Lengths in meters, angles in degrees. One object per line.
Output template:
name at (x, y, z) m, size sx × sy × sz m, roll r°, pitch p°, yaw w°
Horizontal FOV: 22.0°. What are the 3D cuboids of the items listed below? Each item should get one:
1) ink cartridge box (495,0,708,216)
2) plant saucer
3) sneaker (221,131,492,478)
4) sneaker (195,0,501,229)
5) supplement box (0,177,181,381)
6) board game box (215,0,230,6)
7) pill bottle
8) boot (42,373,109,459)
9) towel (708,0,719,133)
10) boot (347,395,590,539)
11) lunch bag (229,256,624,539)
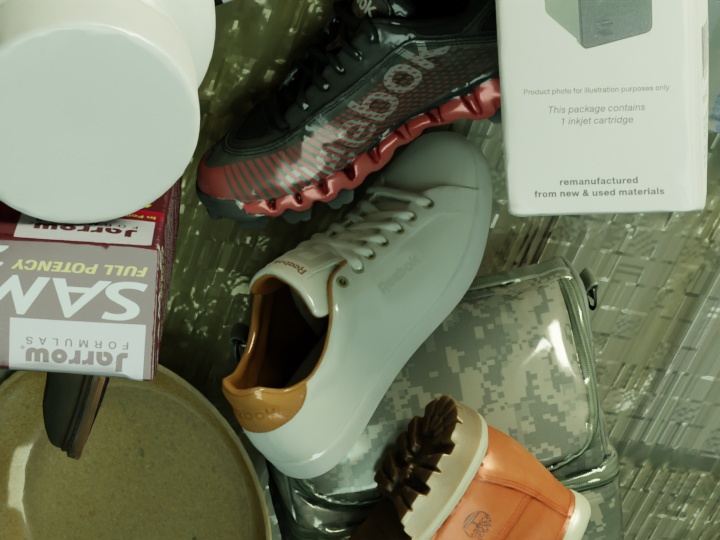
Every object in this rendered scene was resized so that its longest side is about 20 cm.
ink cartridge box at (0.106, -0.136, 0.795) m, size 0.084 × 0.146 × 0.200 m, roll -1°, pitch 104°, yaw 12°
plant saucer at (-0.131, 0.137, 1.025) m, size 0.200 × 0.035 × 0.200 m, roll 5°, pitch 101°, yaw 24°
sneaker at (0.000, 0.000, 0.914) m, size 0.073 × 0.200 × 0.085 m, roll 11°, pitch 152°, yaw 38°
sneaker at (-0.001, -0.095, 0.903) m, size 0.200 × 0.071 × 0.098 m, roll -27°, pitch 128°, yaw 7°
supplement box at (-0.134, -0.020, 0.792) m, size 0.109 × 0.200 × 0.061 m, roll 3°, pitch 111°, yaw -5°
board game box at (-0.099, -0.203, 0.830) m, size 0.105 × 0.023 × 0.200 m, roll -20°, pitch 129°, yaw 3°
pill bottle at (-0.118, -0.112, 0.754) m, size 0.114 × 0.200 × 0.114 m, roll -5°, pitch 128°, yaw -7°
boot at (-0.167, -0.002, 0.940) m, size 0.097 × 0.075 × 0.200 m, roll 8°, pitch 108°, yaw -5°
towel at (0.235, -0.131, 0.952) m, size 0.200 × 0.024 × 0.147 m, roll 5°, pitch 124°, yaw -17°
boot at (0.032, 0.171, 0.937) m, size 0.107 × 0.075 × 0.200 m, roll 31°, pitch 103°, yaw -22°
lunch bag at (0.037, 0.084, 1.016) m, size 0.200 × 0.139 × 0.168 m, roll -10°, pitch 112°, yaw -5°
